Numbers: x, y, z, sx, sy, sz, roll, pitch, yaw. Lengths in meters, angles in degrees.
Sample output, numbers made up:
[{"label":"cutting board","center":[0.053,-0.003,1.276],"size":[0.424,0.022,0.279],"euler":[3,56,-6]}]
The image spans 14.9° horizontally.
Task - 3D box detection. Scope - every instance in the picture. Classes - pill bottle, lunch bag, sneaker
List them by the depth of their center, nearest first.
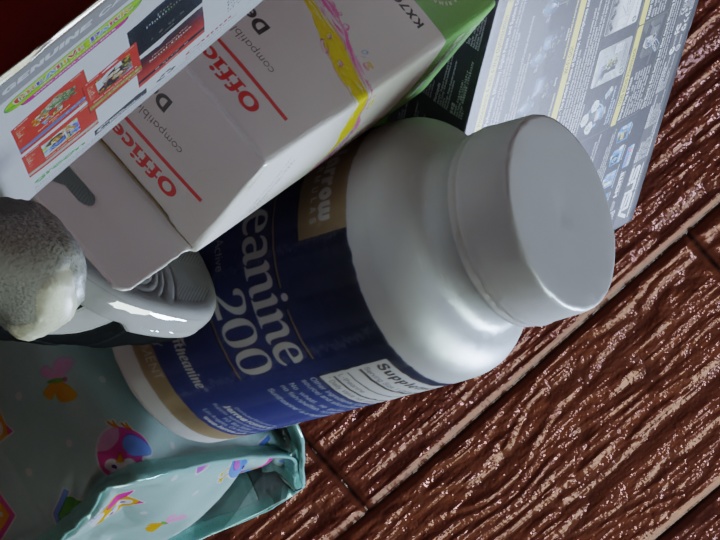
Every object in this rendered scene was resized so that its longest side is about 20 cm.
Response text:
[{"label":"sneaker","center":[-0.160,0.006,1.072],"size":[0.112,0.073,0.200],"euler":[-38,144,28]},{"label":"pill bottle","center":[0.000,0.000,1.147],"size":[0.200,0.111,0.111],"euler":[-16,-169,33]},{"label":"lunch bag","center":[-0.115,0.043,1.279],"size":[0.122,0.170,0.200],"euler":[-39,162,27]}]

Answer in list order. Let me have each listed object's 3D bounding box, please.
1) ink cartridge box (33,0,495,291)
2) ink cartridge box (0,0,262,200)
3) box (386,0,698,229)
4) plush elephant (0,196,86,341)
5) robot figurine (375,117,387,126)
[{"label":"ink cartridge box","center":[-0.053,-0.089,1.059],"size":[0.200,0.117,0.067],"euler":[-39,175,-44]},{"label":"ink cartridge box","center":[-0.061,-0.122,0.828],"size":[0.200,0.084,0.176],"euler":[-41,177,-8]},{"label":"box","center":[0.081,-0.082,1.230],"size":[0.161,0.049,0.200],"euler":[-30,145,-39]},{"label":"plush elephant","center":[-0.196,0.050,0.812],"size":[0.200,0.165,0.155],"euler":[-15,117,-47]},{"label":"robot figurine","center":[0.015,-0.080,1.326],"size":[0.200,0.116,0.176],"euler":[-59,-175,40]}]
